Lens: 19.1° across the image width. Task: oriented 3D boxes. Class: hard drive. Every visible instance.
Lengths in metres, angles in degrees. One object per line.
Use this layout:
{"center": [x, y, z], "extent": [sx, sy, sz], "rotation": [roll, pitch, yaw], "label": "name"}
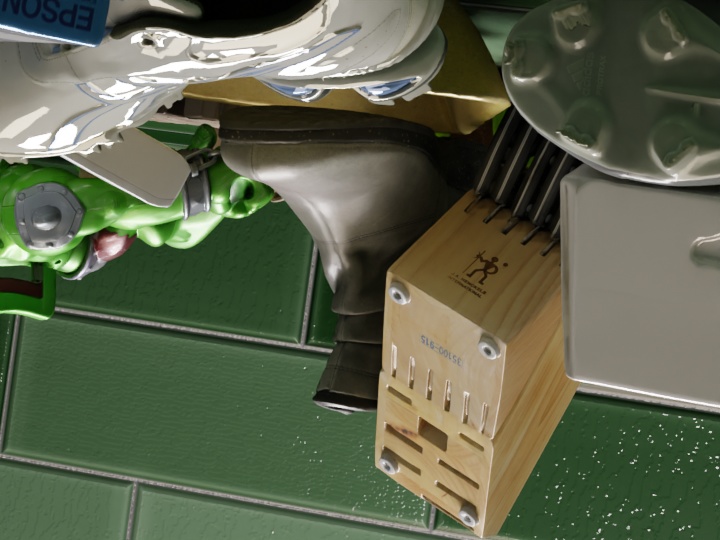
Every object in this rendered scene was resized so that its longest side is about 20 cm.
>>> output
{"center": [-0.175, -0.089, 0.910], "extent": [0.132, 0.027, 0.200], "rotation": [30, 179, -43], "label": "hard drive"}

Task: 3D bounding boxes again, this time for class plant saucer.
{"center": [-0.043, -0.097, 0.875], "extent": [0.198, 0.049, 0.200], "rotation": [8, -179, -2], "label": "plant saucer"}

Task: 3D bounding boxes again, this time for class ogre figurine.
{"center": [-0.141, -0.030, 1.023], "extent": [0.119, 0.099, 0.199], "rotation": [-12, -155, -41], "label": "ogre figurine"}

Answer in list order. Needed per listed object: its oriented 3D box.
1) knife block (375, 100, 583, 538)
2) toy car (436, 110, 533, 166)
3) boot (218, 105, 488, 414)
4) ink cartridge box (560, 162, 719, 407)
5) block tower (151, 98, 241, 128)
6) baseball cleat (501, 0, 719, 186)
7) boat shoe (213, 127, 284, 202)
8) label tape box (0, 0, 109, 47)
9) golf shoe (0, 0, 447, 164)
{"center": [0.085, -0.003, 0.941], "extent": [0.064, 0.201, 0.175], "rotation": [32, -126, 24], "label": "knife block"}
{"center": [0.069, -0.002, 1.148], "extent": [0.157, 0.202, 0.164], "rotation": [8, 180, 20], "label": "toy car"}
{"center": [0.000, 0.000, 0.935], "extent": [0.067, 0.132, 0.200], "rotation": [8, 180, 28], "label": "boot"}
{"center": [0.180, -0.016, 0.831], "extent": [0.145, 0.085, 0.200], "rotation": [9, -158, 28], "label": "ink cartridge box"}
{"center": [-0.129, -0.106, 1.071], "extent": [0.199, 0.055, 0.058], "rotation": [7, 179, 30], "label": "block tower"}
{"center": [0.153, -0.060, 0.759], "extent": [0.199, 0.070, 0.106], "rotation": [12, -172, 28], "label": "baseball cleat"}
{"center": [-0.043, -0.074, 1.162], "extent": [0.072, 0.065, 0.200], "rotation": [38, -177, 8], "label": "boat shoe"}
{"center": [-0.184, -0.110, 0.643], "extent": [0.143, 0.067, 0.199], "rotation": [8, 178, -41], "label": "label tape box"}
{"center": [-0.073, -0.087, 0.682], "extent": [0.198, 0.079, 0.097], "rotation": [-10, 168, 14], "label": "golf shoe"}
